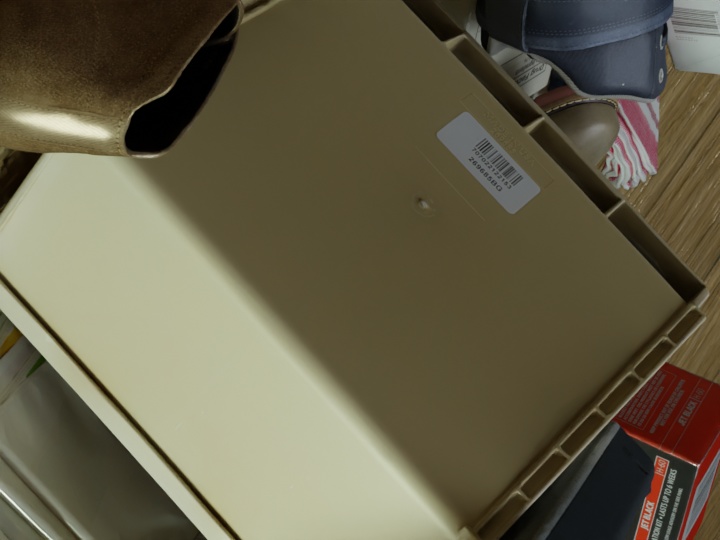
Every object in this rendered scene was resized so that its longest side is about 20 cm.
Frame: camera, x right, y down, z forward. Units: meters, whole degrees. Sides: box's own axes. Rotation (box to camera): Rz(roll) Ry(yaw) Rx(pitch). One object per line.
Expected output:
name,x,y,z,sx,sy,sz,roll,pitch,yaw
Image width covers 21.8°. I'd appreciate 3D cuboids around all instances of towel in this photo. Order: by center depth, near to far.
towel,0.132,-0.154,0.962,0.146,0.030,0.200,38,54,-70

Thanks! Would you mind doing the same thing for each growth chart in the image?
growth chart,-0.085,0.041,0.686,0.018,0.145,0.200,-25,-167,45

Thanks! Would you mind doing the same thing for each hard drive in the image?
hard drive,0.033,0.127,0.647,0.140,0.033,0.200,-45,175,17

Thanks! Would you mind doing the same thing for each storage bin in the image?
storage bin,0.000,0.000,0.675,0.198,0.200,0.094,-37,172,-47

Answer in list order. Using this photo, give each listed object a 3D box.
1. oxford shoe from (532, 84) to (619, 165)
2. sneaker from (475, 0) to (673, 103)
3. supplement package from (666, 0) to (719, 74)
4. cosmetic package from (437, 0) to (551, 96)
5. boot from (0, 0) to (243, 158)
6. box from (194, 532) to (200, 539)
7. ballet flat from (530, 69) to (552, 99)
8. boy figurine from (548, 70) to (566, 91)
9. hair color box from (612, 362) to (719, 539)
oxford shoe,0.055,-0.002,0.842,0.070,0.075,0.200,3,139,-44
sneaker,0.117,-0.152,0.738,0.202,0.077,0.146,-31,131,-34
supplement package,0.247,-0.219,0.996,0.152,0.150,0.200,46,55,-67
cosmetic package,0.050,-0.165,0.793,0.103,0.073,0.200,-33,144,-49
boot,-0.062,-0.096,0.580,0.200,0.075,0.074,-68,169,-48
box,-0.064,0.125,0.744,0.200,0.041,0.156,-23,-167,42
ballet flat,0.040,-0.060,0.897,0.200,0.074,0.074,-56,157,-17
boy figurine,0.083,-0.021,1.045,0.200,0.064,0.124,-63,161,-9
hair color box,0.085,0.074,0.967,0.061,0.200,0.102,-49,154,-42
